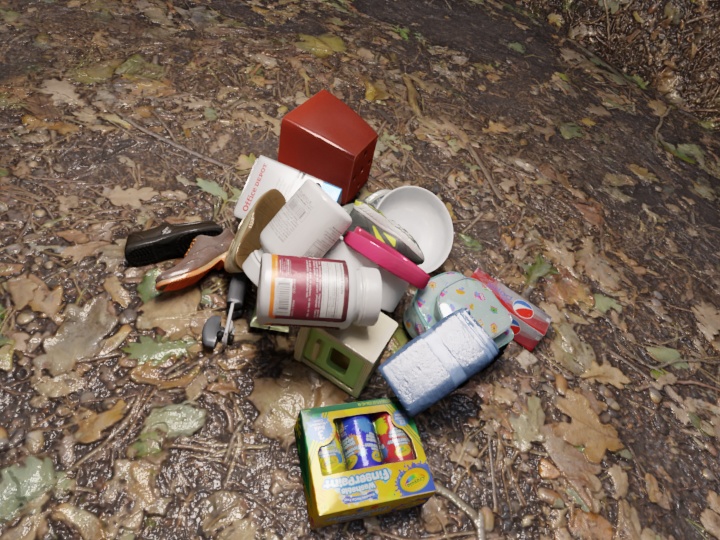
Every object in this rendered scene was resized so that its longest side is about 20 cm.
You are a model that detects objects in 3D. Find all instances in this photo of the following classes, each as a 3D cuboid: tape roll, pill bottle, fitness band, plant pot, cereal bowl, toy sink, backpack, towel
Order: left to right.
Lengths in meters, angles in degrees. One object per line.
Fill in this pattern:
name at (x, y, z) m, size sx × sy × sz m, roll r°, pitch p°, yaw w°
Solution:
pill bottle at (-0.118, -0.054, 0.946) m, size 0.114 × 0.200 × 0.114 m, roll 42°, pitch 6°, yaw -5°
pill bottle at (-0.069, 0.037, 0.862) m, size 0.195 × 0.115 × 0.116 m, roll 5°, pitch 49°, yaw -14°
plant pot at (-0.071, -0.269, 1.224) m, size 0.173 × 0.202 × 0.201 m, roll 26°, pitch 44°, yaw 12°
toy sink at (-0.051, 0.117, 0.964) m, size 0.198 × 0.132 × 0.112 m, roll 33°, pitch 48°, yaw 10°
tape roll at (0.000, 0.000, 1.045) m, size 0.200 × 0.072 × 0.202 m, roll 31°, pitch 5°, yaw -3°
fitness band at (0.051, -0.024, 1.001) m, size 0.198 × 0.038 × 0.144 m, roll 27°, pitch 10°, yaw -38°
cereal bowl at (0.110, -0.084, 1.199) m, size 0.195 × 0.083 × 0.205 m, roll 2°, pitch 80°, yaw -14°
towel at (0.135, 0.158, 0.908) m, size 0.198 × 0.049 × 0.112 m, roll -32°, pitch 66°, yaw -11°
backpack at (0.190, 0.101, 1.048) m, size 0.174 × 0.155 × 0.201 m, roll -25°, pitch 58°, yaw -28°

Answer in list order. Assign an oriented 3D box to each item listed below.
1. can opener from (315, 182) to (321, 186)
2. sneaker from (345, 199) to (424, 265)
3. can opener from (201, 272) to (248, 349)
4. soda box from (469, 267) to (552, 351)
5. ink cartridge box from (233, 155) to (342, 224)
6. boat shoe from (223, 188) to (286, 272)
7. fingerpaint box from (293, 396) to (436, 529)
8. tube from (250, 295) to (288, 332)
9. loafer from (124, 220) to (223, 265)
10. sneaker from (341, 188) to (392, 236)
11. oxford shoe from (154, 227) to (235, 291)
can opener at (-0.130, -0.090, 1.066) m, size 0.062 × 0.079 × 0.204 m, roll 6°, pitch 73°, yaw 28°
sneaker at (0.050, -0.067, 1.113) m, size 0.199 × 0.085 × 0.075 m, roll 37°, pitch 13°, yaw -13°
can opener at (-0.256, 0.059, 0.996) m, size 0.065 × 0.054 × 0.203 m, roll 9°, pitch 47°, yaw -10°
soda box at (0.318, 0.086, 1.161) m, size 0.198 × 0.064 × 0.070 m, roll 35°, pitch 48°, yaw 13°
ink cartridge box at (-0.155, -0.138, 1.140) m, size 0.196 × 0.084 × 0.149 m, roll 22°, pitch 79°, yaw 1°
boat shoe at (-0.213, -0.082, 1.039) m, size 0.071 × 0.064 × 0.202 m, roll 48°, pitch 50°, yaw -30°
fingerpaint box at (0.003, 0.307, 0.856) m, size 0.195 × 0.074 × 0.169 m, roll -2°, pitch 50°, yaw -20°
tube at (-0.178, 0.031, 1.054) m, size 0.057 × 0.052 × 0.203 m, roll -15°, pitch 52°, yaw 15°
loafer at (-0.377, -0.073, 1.054) m, size 0.196 × 0.074 × 0.072 m, roll -13°, pitch 55°, yaw -29°
sneaker at (0.023, -0.124, 1.247) m, size 0.198 × 0.078 × 0.087 m, roll -28°, pitch 75°, yaw -27°
oxford shoe at (-0.321, -0.022, 1.019) m, size 0.199 × 0.071 × 0.074 m, roll -33°, pitch 92°, yaw -45°
